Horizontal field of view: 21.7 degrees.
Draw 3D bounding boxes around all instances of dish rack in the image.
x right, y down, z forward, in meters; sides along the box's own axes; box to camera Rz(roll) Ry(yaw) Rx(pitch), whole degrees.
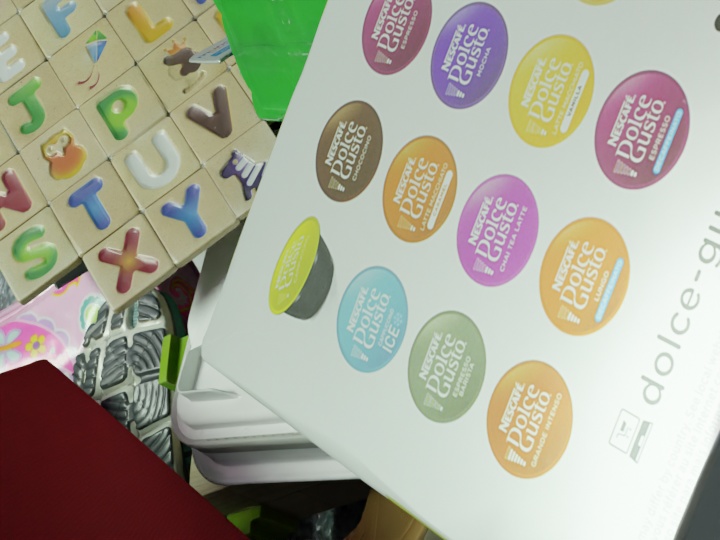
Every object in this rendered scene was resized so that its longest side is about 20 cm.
[{"bbox_3d":[0.000,0.000,0.777,0.199,0.043,0.173,-9,60,42],"label":"dish rack"}]

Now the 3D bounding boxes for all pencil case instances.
[{"bbox_3d":[-0.173,0.051,1.005,0.199,0.087,0.088,-31,49,14],"label":"pencil case"}]

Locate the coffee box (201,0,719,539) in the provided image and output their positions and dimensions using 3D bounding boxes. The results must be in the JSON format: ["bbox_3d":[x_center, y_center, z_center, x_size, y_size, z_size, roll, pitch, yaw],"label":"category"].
[{"bbox_3d":[0.108,-0.013,0.561,0.197,0.199,0.201,31,103,47],"label":"coffee box"}]

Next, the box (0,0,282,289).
[{"bbox_3d":[-0.136,-0.111,0.989,0.148,0.125,0.200,-32,25,4],"label":"box"}]

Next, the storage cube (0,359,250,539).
[{"bbox_3d":[-0.144,0.166,0.730,0.180,0.200,0.171,40,109,11],"label":"storage cube"}]

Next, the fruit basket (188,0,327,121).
[{"bbox_3d":[0.051,-0.119,0.758,0.185,0.199,0.094,10,119,57],"label":"fruit basket"}]

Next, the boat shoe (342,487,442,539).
[{"bbox_3d":[0.025,0.137,0.794,0.201,0.069,0.074,-62,26,29],"label":"boat shoe"}]

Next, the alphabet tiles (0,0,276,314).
[{"bbox_3d":[-0.113,-0.082,0.844,0.166,0.006,0.200,-36,60,3],"label":"alphabet tiles"}]

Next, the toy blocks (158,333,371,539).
[{"bbox_3d":[-0.011,0.029,0.881,0.136,0.100,0.201,-23,53,39],"label":"toy blocks"}]

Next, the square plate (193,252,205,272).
[{"bbox_3d":[-0.107,0.007,1.088,0.200,0.028,0.199,32,108,57],"label":"square plate"}]

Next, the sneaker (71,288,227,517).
[{"bbox_3d":[-0.089,0.106,0.935,0.077,0.079,0.201,-14,88,39],"label":"sneaker"}]
